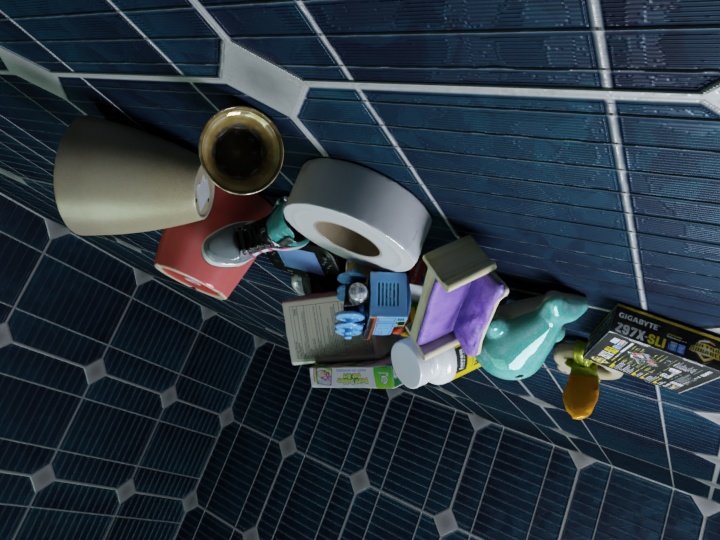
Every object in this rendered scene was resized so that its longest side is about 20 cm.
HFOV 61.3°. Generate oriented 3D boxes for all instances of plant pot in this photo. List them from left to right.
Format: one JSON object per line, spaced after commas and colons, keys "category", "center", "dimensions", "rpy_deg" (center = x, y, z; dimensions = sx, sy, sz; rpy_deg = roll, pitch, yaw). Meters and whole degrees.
{"category": "plant pot", "center": [-0.341, -0.138, 0.967], "dimensions": [0.196, 0.191, 0.188], "rpy_deg": [8, 165, 4]}
{"category": "plant pot", "center": [-0.269, -0.058, 1.095], "dimensions": [0.197, 0.180, 0.201], "rpy_deg": [21, 167, 5]}

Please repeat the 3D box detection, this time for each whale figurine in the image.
{"category": "whale figurine", "center": [0.256, 0.100, 0.923], "dimensions": [0.157, 0.105, 0.200], "rpy_deg": [11, 149, -28]}

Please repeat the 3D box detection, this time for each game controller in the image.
{"category": "game controller", "center": [-0.117, -0.026, 1.206], "dimensions": [0.198, 0.042, 0.106], "rpy_deg": [13, 133, 36]}

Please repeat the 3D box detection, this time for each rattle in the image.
{"category": "rattle", "center": [0.405, 0.215, 1.126], "dimensions": [0.128, 0.145, 0.200], "rpy_deg": [4, 160, -3]}

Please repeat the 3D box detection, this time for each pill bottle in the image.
{"category": "pill bottle", "center": [0.153, 0.131, 1.058], "dimensions": [0.198, 0.113, 0.111], "rpy_deg": [-18, -171, -31]}

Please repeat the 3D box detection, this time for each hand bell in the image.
{"category": "hand bell", "center": [-0.174, -0.155, 0.825], "dimensions": [0.103, 0.105, 0.200], "rpy_deg": [28, 177, -20]}

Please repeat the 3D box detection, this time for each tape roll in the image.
{"category": "tape roll", "center": [-0.005, -0.072, 0.849], "dimensions": [0.199, 0.072, 0.203], "rpy_deg": [22, 165, 6]}

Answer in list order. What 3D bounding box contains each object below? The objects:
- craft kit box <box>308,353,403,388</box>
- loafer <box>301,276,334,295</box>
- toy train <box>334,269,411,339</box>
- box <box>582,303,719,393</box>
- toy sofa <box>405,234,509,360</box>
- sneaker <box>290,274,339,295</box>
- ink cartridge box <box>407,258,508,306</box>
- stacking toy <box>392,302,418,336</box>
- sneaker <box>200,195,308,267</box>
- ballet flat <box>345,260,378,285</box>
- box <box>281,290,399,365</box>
{"category": "craft kit box", "center": [0.036, 0.181, 1.176], "dimensions": [0.195, 0.049, 0.199], "rpy_deg": [-4, -176, 38]}
{"category": "loafer", "center": [-0.071, 0.070, 1.300], "dimensions": [0.067, 0.204, 0.070], "rpy_deg": [-22, -171, -36]}
{"category": "toy train", "center": [0.017, 0.060, 0.963], "dimensions": [0.112, 0.088, 0.200], "rpy_deg": [4, 162, -1]}
{"category": "box", "center": [0.434, 0.121, 0.909], "dimensions": [0.158, 0.050, 0.200], "rpy_deg": [22, 166, 17]}
{"category": "toy sofa", "center": [0.132, 0.056, 0.871], "dimensions": [0.098, 0.082, 0.201], "rpy_deg": [58, 158, 29]}
{"category": "sneaker", "center": [-0.067, 0.063, 1.437], "dimensions": [0.114, 0.076, 0.199], "rpy_deg": [5, 156, 45]}
{"category": "ink cartridge box", "center": [0.137, 0.026, 1.027], "dimensions": [0.198, 0.051, 0.109], "rpy_deg": [12, 163, 42]}
{"category": "stacking toy", "center": [0.097, 0.091, 1.122], "dimensions": [0.198, 0.087, 0.085], "rpy_deg": [6, 180, -42]}
{"category": "sneaker", "center": [-0.152, -0.061, 0.979], "dimensions": [0.197, 0.085, 0.121], "rpy_deg": [-17, 171, -27]}
{"category": "ballet flat", "center": [0.000, 0.000, 1.124], "dimensions": [0.200, 0.068, 0.064], "rpy_deg": [-160, 48, -85]}
{"category": "box", "center": [-0.037, 0.105, 1.189], "dimensions": [0.197, 0.130, 0.109], "rpy_deg": [-7, -176, 27]}
